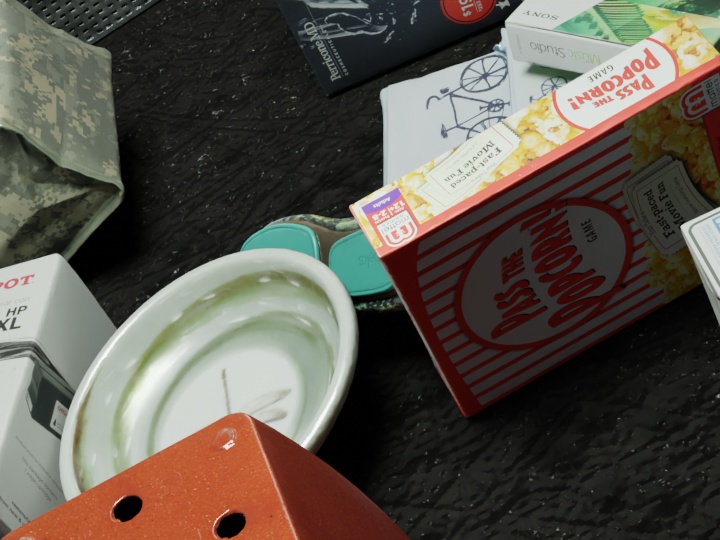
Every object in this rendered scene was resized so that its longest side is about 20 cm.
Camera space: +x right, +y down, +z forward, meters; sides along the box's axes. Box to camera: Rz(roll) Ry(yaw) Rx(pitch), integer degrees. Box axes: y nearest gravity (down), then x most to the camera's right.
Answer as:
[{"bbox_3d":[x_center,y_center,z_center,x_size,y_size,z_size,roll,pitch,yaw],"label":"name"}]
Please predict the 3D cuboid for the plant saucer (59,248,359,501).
[{"bbox_3d":[-0.079,0.080,1.083,0.200,0.050,0.200,-21,44,22],"label":"plant saucer"}]

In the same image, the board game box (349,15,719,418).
[{"bbox_3d":[0.112,-0.025,1.009,0.200,0.152,0.046,-30,47,0],"label":"board game box"}]

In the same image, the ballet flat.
[{"bbox_3d":[0.000,0.000,1.121,0.074,0.074,0.200,-47,23,-22],"label":"ballet flat"}]

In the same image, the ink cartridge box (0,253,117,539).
[{"bbox_3d":[-0.242,0.099,1.149,0.144,0.084,0.200,-14,40,21],"label":"ink cartridge box"}]

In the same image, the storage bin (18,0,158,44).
[{"bbox_3d":[-0.262,-0.241,1.539,0.200,0.094,0.135,-35,38,-6],"label":"storage bin"}]

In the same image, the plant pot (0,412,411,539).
[{"bbox_3d":[-0.060,0.188,0.861,0.200,0.176,0.200,-29,37,1],"label":"plant pot"}]

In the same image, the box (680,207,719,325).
[{"bbox_3d":[0.270,-0.008,0.923,0.200,0.117,0.060,-25,38,5],"label":"box"}]

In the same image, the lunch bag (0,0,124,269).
[{"bbox_3d":[-0.259,-0.057,1.305,0.200,0.118,0.164,-45,34,25],"label":"lunch bag"}]

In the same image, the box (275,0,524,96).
[{"bbox_3d":[0.014,-0.251,1.289,0.182,0.200,0.104,-22,39,9],"label":"box"}]

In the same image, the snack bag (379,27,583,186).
[{"bbox_3d":[0.099,-0.095,1.205,0.200,0.021,0.189,-17,40,16],"label":"snack bag"}]

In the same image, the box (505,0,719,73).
[{"bbox_3d":[0.205,-0.192,1.213,0.144,0.036,0.200,17,53,36],"label":"box"}]
